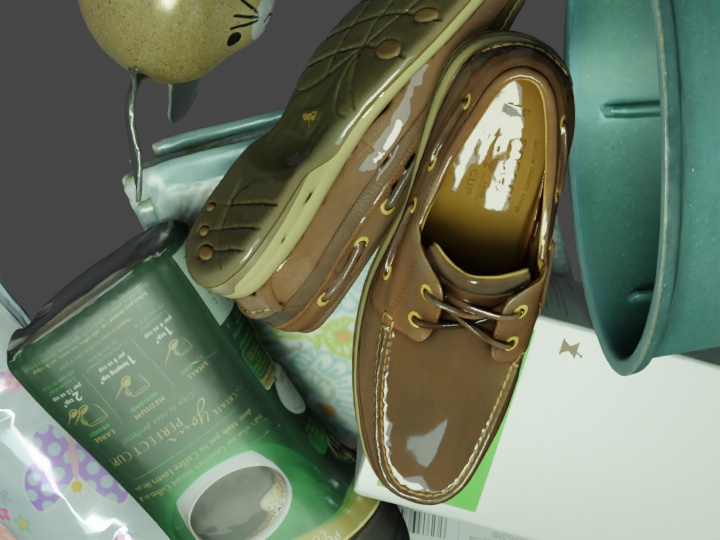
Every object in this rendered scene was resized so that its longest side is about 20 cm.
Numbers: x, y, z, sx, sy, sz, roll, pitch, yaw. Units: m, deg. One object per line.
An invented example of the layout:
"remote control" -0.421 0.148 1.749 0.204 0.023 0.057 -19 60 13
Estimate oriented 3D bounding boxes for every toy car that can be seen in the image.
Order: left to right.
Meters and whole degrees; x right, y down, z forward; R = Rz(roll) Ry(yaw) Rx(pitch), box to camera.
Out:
"toy car" -0.060 -0.130 0.786 0.158 0.164 0.200 21 120 1

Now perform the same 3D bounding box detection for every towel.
"towel" 0.000 0.000 0.876 0.200 0.048 0.171 -13 109 12

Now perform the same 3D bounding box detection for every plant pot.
"plant pot" 0.194 -0.063 0.718 0.196 0.200 0.200 -3 109 -4

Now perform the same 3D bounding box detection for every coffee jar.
"coffee jar" -0.067 0.082 0.844 0.104 0.085 0.200 -34 103 8

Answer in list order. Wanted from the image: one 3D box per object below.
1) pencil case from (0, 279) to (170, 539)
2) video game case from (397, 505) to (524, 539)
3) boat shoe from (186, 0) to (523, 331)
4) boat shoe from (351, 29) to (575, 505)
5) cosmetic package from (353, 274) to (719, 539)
"pencil case" -0.158 0.090 0.907 0.200 0.083 0.091 47 124 -7
"video game case" 0.066 0.199 0.924 0.200 0.024 0.182 8 105 14
"boat shoe" 0.008 -0.061 0.788 0.068 0.072 0.200 38 89 -32
"boat shoe" 0.040 0.003 0.725 0.072 0.068 0.200 13 102 -3
"cosmetic package" 0.107 0.067 0.819 0.200 0.085 0.108 15 105 -2
